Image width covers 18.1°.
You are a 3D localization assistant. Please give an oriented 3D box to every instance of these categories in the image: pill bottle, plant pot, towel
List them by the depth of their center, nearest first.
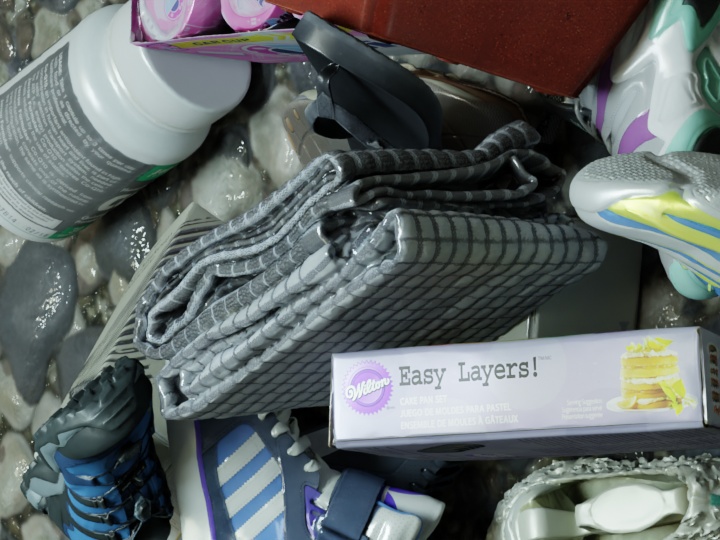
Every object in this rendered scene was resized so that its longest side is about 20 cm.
[{"bbox_3d":[0.000,0.000,1.153,0.200,0.165,0.086,-37,65,41],"label":"towel"},{"bbox_3d":[0.055,-0.198,1.175,0.200,0.199,0.178,27,102,59],"label":"plant pot"},{"bbox_3d":[-0.170,-0.106,1.508,0.199,0.112,0.114,-30,67,42],"label":"pill bottle"}]

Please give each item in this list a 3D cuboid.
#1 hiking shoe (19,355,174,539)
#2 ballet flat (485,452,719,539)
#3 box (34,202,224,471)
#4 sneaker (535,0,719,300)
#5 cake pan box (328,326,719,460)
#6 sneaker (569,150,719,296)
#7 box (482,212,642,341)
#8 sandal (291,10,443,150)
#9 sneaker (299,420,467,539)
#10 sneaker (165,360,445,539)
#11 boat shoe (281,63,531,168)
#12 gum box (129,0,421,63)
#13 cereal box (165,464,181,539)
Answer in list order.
[{"bbox_3d":[-0.129,0.108,1.228,0.087,0.074,0.200,46,160,6],"label":"hiking shoe"},{"bbox_3d":[0.127,0.131,1.219,0.199,0.071,0.072,-19,74,45],"label":"ballet flat"},{"bbox_3d":[-0.126,0.052,1.401,0.082,0.068,0.201,-47,13,35],"label":"box"},{"bbox_3d":[0.144,-0.075,1.211,0.139,0.077,0.202,-15,68,47],"label":"sneaker"},{"bbox_3d":[0.102,0.066,1.122,0.183,0.200,0.053,-3,82,21],"label":"cake pan box"},{"bbox_3d":[0.196,0.005,1.096,0.198,0.076,0.106,9,111,10],"label":"sneaker"},{"bbox_3d":[0.056,0.001,1.280,0.199,0.094,0.079,8,95,45],"label":"box"},{"bbox_3d":[0.007,-0.073,1.173,0.076,0.200,0.043,31,80,21],"label":"sandal"},{"bbox_3d":[0.041,0.139,1.306,0.201,0.077,0.147,-27,77,33],"label":"sneaker"},{"bbox_3d":[-0.026,0.109,1.252,0.145,0.081,0.202,-5,93,7],"label":"sneaker"},{"bbox_3d":[0.035,-0.090,1.314,0.199,0.072,0.076,10,125,51],"label":"boat shoe"},{"bbox_3d":[-0.034,-0.167,1.368,0.199,0.113,0.067,2,89,46],"label":"gum box"},{"bbox_3d":[-0.091,0.103,1.402,0.039,0.144,0.200,37,123,-4],"label":"cereal box"}]
